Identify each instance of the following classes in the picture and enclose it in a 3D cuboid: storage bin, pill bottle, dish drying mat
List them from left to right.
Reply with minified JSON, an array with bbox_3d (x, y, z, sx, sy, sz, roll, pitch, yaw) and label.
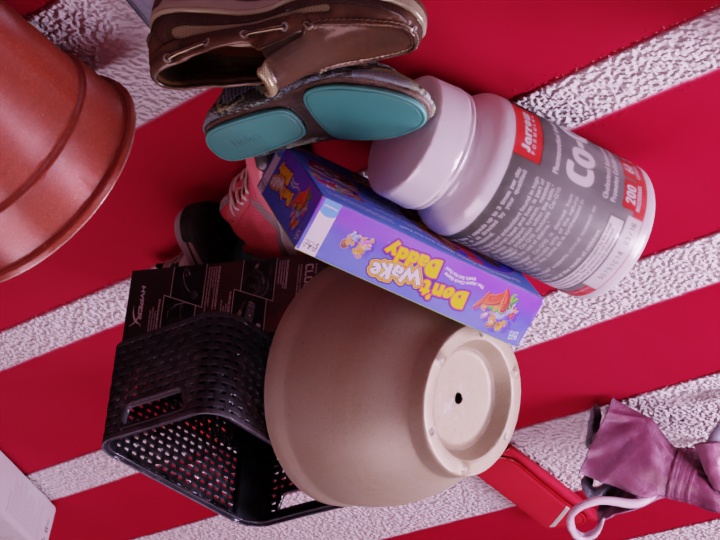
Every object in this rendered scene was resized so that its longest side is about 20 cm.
[{"bbox_3d":[-0.101,0.126,1.544,0.135,0.094,0.200,-19,143,34],"label":"storage bin"},{"bbox_3d":[0.114,-0.065,1.417,0.199,0.114,0.114,24,149,-25],"label":"pill bottle"},{"bbox_3d":[0.185,0.240,2.069,0.077,0.018,0.200,-10,147,34],"label":"dish drying mat"}]

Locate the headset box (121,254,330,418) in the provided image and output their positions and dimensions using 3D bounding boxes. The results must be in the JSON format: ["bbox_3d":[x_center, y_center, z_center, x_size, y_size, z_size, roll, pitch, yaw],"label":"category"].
[{"bbox_3d":[-0.081,0.058,1.593,0.199,0.078,0.149,-4,149,16],"label":"headset box"}]

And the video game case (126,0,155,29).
[{"bbox_3d":[-0.106,-0.208,1.320,0.142,0.019,0.200,-5,148,25],"label":"video game case"}]

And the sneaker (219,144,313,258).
[{"bbox_3d":[-0.081,-0.055,1.542,0.086,0.074,0.200,6,151,14],"label":"sneaker"}]

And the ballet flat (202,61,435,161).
[{"bbox_3d":[-0.030,-0.131,1.385,0.199,0.075,0.074,-5,149,30],"label":"ballet flat"}]

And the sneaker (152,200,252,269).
[{"bbox_3d":[-0.153,0.006,1.672,0.115,0.076,0.201,-2,153,17],"label":"sneaker"}]

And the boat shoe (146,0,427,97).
[{"bbox_3d":[-0.053,-0.153,1.308,0.201,0.075,0.075,-1,151,18],"label":"boat shoe"}]

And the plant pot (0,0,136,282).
[{"bbox_3d":[-0.303,-0.125,1.369,0.200,0.201,0.195,-11,138,34],"label":"plant pot"}]

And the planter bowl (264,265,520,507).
[{"bbox_3d":[0.041,0.096,1.477,0.134,0.201,0.200,6,157,43],"label":"planter bowl"}]

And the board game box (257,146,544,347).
[{"bbox_3d":[0.029,-0.022,1.429,0.199,0.045,0.135,24,-166,-23],"label":"board game box"}]

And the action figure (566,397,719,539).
[{"bbox_3d":[0.312,0.199,1.831,0.199,0.149,0.134,14,149,22],"label":"action figure"}]

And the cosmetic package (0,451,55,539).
[{"bbox_3d":[-0.460,0.279,2.287,0.101,0.074,0.200,1,149,15],"label":"cosmetic package"}]
